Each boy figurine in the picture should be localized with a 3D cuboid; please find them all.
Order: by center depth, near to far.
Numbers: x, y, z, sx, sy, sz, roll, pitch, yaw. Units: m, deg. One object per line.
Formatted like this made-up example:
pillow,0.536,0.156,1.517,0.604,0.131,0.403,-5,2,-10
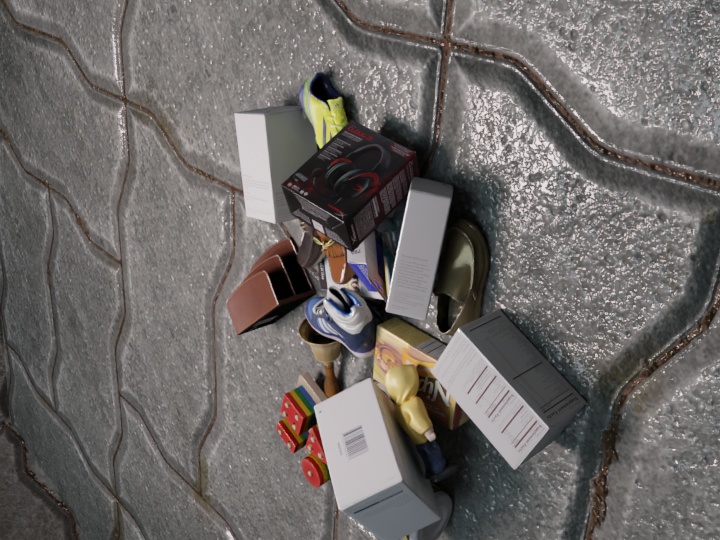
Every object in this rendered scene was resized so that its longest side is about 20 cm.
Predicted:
boy figurine,0.099,0.257,1.328,0.124,0.063,0.203,139,109,-79

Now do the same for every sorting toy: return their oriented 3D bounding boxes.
sorting toy,-0.101,0.357,1.650,0.199,0.069,0.202,48,144,25

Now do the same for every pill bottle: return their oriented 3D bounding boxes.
pill bottle,0.069,0.425,1.473,0.198,0.110,0.113,26,123,39

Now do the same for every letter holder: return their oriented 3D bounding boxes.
letter holder,-0.207,0.030,1.648,0.199,0.099,0.144,-33,77,49

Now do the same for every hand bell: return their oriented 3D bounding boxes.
hand bell,-0.066,0.196,1.576,0.103,0.103,0.203,28,136,39

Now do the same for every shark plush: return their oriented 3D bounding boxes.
shark plush,0.086,-0.051,1.310,0.082,0.091,0.203,-26,77,18

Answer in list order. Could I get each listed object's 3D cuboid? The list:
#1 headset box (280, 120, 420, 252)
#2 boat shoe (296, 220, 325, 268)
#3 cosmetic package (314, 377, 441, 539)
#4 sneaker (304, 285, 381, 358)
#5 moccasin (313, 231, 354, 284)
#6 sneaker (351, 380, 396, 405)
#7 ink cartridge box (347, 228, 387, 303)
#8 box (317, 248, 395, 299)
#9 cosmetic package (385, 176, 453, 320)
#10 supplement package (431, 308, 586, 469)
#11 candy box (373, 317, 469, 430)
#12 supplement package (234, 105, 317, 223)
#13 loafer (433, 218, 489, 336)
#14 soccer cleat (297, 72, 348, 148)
headset box,-0.007,-0.148,1.266,0.148,0.200,0.076,32,155,31
boat shoe,-0.087,-0.103,1.440,0.074,0.072,0.203,37,112,52
cosmetic package,0.032,0.334,1.347,0.201,0.121,0.202,55,-167,-49
sneaker,-0.047,0.065,1.443,0.199,0.080,0.148,34,153,40
moccasin,-0.049,-0.073,1.370,0.073,0.077,0.205,18,119,44
sneaker,0.004,0.257,1.503,0.199,0.088,0.075,-32,82,51
ink cartridge box,0.009,-0.043,1.306,0.039,0.100,0.203,-16,54,16
box,0.000,0.000,1.436,0.198,0.049,0.084,8,110,47
cosmetic package,0.095,-0.036,1.239,0.070,0.102,0.204,12,108,4
supplement package,0.226,0.180,1.198,0.201,0.113,0.110,49,134,25
candy box,0.111,0.179,1.373,0.198,0.055,0.118,28,126,38
supplement package,-0.155,-0.206,1.477,0.116,0.116,0.204,17,117,51
loafer,0.159,0.019,1.248,0.075,0.067,0.204,16,116,44
soccer cleat,-0.047,-0.262,1.380,0.084,0.064,0.202,-44,70,45
